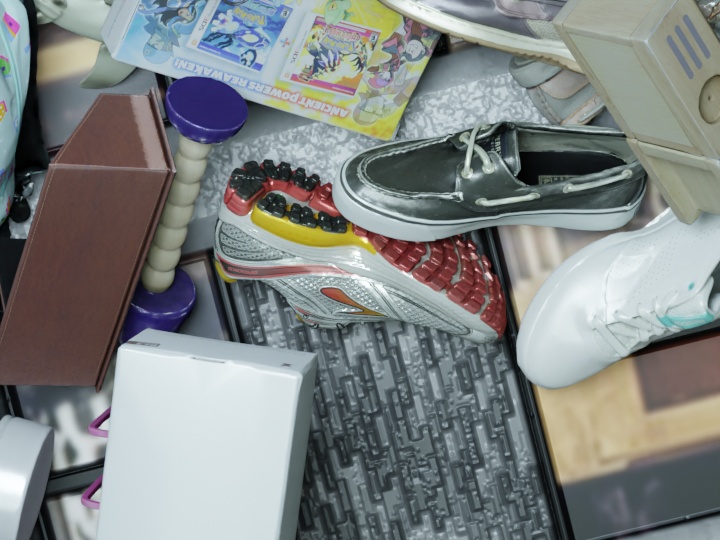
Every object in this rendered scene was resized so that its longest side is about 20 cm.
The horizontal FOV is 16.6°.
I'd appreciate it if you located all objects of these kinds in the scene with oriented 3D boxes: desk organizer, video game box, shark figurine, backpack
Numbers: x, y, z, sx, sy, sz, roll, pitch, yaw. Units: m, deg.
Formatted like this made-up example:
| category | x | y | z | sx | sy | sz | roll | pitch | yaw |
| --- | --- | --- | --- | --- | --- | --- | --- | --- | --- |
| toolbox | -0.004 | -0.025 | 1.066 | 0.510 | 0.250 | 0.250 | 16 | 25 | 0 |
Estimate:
| category | x | y | z | sx | sy | sz | roll | pitch | yaw |
| --- | --- | --- | --- | --- | --- | --- | --- | --- | --- |
| desk organizer | -0.179 | -0.017 | 1.515 | 0.077 | 0.072 | 0.200 | 2 | 136 | -23 |
| video game box | -0.033 | -0.188 | 1.503 | 0.199 | 0.047 | 0.183 | 16 | 111 | -27 |
| shark figurine | -0.178 | -0.195 | 1.549 | 0.214 | 0.090 | 0.128 | 27 | 141 | -33 |
| backpack | -0.272 | -0.101 | 1.517 | 0.166 | 0.127 | 0.200 | 18 | 131 | -3 |

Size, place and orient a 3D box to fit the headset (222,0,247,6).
| category | x | y | z | sx | sy | sz | roll | pitch | yaw |
| --- | --- | --- | --- | --- | --- | --- | --- | --- | --- |
| headset | -0.019 | -0.220 | 1.433 | 0.200 | 0.094 | 0.124 | -36 | 119 | -17 |

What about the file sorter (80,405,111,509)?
| category | x | y | z | sx | sy | sz | roll | pitch | yaw |
| --- | --- | --- | --- | --- | --- | --- | --- | --- | --- |
| file sorter | -0.109 | 0.186 | 1.562 | 0.125 | 0.139 | 0.201 | 2 | 96 | 4 |

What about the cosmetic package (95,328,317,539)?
| category | x | y | z | sx | sy | sz | roll | pitch | yaw |
| --- | --- | --- | --- | --- | --- | --- | --- | --- | --- |
| cosmetic package | -0.094 | 0.142 | 1.448 | 0.112 | 0.081 | 0.201 | 10 | 96 | 6 |

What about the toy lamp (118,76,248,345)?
| category | x | y | z | sx | sy | sz | roll | pitch | yaw |
| --- | --- | --- | --- | --- | --- | --- | --- | --- | --- |
| toy lamp | -0.116 | -0.028 | 1.541 | 0.058 | 0.058 | 0.200 | 23 | 130 | 1 |

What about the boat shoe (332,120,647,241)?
| category | x | y | z | sx | sy | sz | roll | pitch | yaw |
| --- | --- | --- | --- | --- | --- | --- | --- | --- | --- |
| boat shoe | 0.082 | -0.065 | 1.545 | 0.199 | 0.064 | 0.071 | -3 | 56 | -7 |

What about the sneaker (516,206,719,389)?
| category | x | y | z | sx | sy | sz | roll | pitch | yaw |
| --- | --- | --- | --- | --- | --- | --- | --- | --- | --- |
| sneaker | 0.188 | 0.016 | 1.543 | 0.200 | 0.089 | 0.075 | -37 | 125 | 7 |

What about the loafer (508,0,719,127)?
| category | x | y | z | sx | sy | sz | roll | pitch | yaw |
| --- | --- | --- | --- | --- | --- | --- | --- | --- | --- |
| loafer | 0.190 | -0.161 | 1.551 | 0.200 | 0.072 | 0.063 | -33 | 110 | 12 |

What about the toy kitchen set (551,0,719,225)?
| category | x | y | z | sx | sy | sz | roll | pitch | yaw |
| --- | --- | --- | --- | --- | --- | --- | --- | --- | --- |
| toy kitchen set | 0.261 | -0.139 | 1.421 | 0.200 | 0.163 | 0.181 | -51 | 127 | -17 |

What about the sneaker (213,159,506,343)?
| category | x | y | z | sx | sy | sz | roll | pitch | yaw |
| --- | --- | --- | --- | --- | --- | --- | --- | --- | --- |
| sneaker | 0.000 | 0.000 | 1.578 | 0.199 | 0.078 | 0.082 | 23 | 123 | -3 |

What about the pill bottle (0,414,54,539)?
| category | x | y | z | sx | sy | sz | roll | pitch | yaw |
| --- | --- | --- | --- | --- | --- | --- | --- | --- | --- |
| pill bottle | -0.303 | 0.117 | 1.576 | 0.199 | 0.120 | 0.120 | 14 | 97 | 2 |

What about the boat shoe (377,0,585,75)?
| category | x | y | z | sx | sy | sz | roll | pitch | yaw |
| --- | --- | --- | --- | --- | --- | --- | --- | --- | --- |
| boat shoe | 0.107 | -0.161 | 1.487 | 0.199 | 0.072 | 0.065 | 15 | 103 | -2 |
